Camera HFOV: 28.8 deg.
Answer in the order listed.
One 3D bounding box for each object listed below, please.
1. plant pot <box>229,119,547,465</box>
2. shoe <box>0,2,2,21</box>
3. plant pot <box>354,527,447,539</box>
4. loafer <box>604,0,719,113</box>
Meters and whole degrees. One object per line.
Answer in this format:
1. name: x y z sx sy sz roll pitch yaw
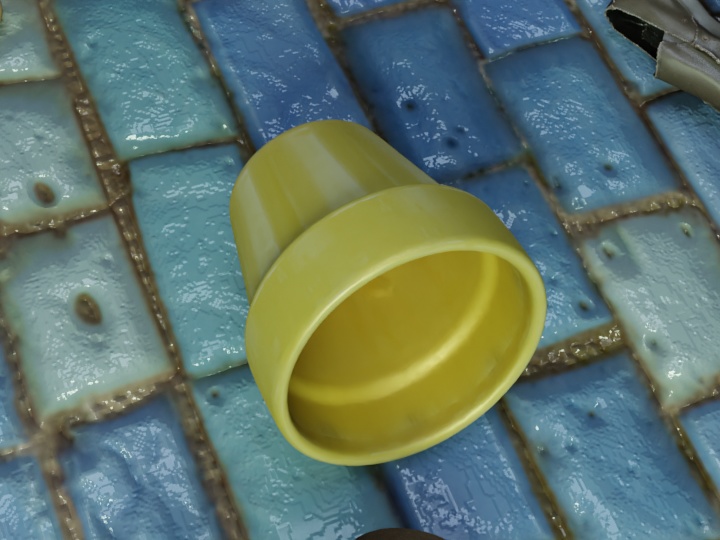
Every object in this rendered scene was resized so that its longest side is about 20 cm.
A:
1. plant pot: 0.000 0.000 0.977 0.200 0.201 0.189 -17 46 -16
2. shoe: -0.384 -0.192 1.119 0.199 0.053 0.070 -21 63 -18
3. plant pot: 0.012 0.261 0.834 0.186 0.188 0.201 14 44 3
4. loafer: 0.278 -0.171 1.177 0.071 0.073 0.200 -33 62 -11
